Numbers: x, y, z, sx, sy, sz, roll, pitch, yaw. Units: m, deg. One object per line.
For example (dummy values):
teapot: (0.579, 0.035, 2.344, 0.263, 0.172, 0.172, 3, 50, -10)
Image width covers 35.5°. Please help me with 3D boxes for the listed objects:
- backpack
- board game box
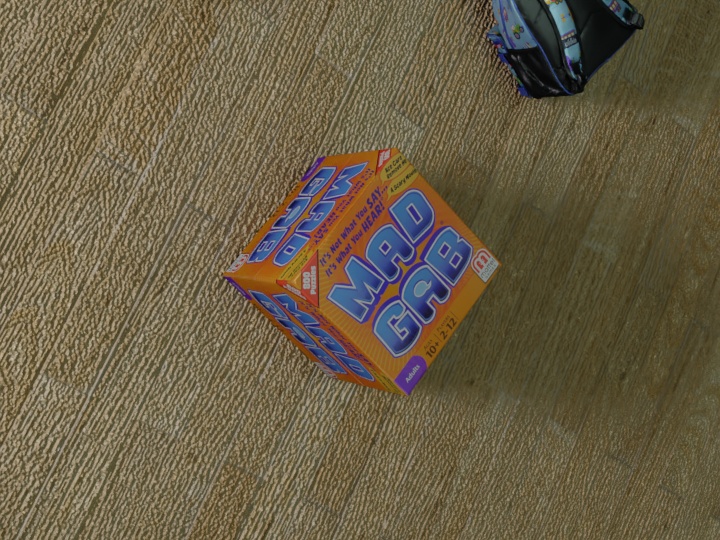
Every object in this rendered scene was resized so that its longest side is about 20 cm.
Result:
backpack: (0.253, -0.353, 1.510, 0.183, 0.134, 0.200, -46, 112, -20)
board game box: (0.000, 0.000, 1.340, 0.200, 0.200, 0.200, 45, 71, -23)
